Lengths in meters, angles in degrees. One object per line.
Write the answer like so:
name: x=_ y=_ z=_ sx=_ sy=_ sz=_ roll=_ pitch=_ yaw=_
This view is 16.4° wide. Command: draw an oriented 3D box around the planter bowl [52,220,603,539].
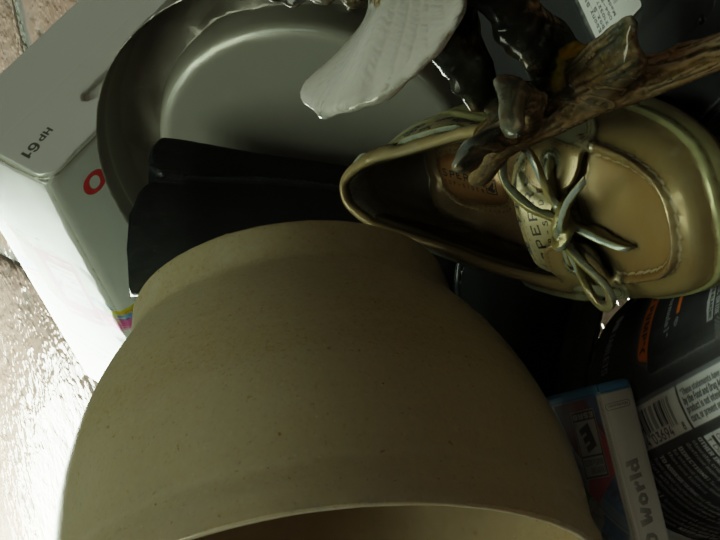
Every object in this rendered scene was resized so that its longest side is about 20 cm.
planter bowl: x=-0.018 y=0.067 z=0.915 sx=0.200 sy=0.200 sz=0.135 roll=116 pitch=151 yaw=-56

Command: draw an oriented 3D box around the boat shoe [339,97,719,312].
boat shoe: x=0.063 y=-0.022 z=0.895 sx=0.200 sy=0.063 sz=0.073 roll=8 pitch=111 yaw=63

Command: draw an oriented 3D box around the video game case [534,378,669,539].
video game case: x=0.085 y=0.148 z=0.958 sx=0.143 sy=0.018 sz=0.200 roll=-22 pitch=81 yaw=63

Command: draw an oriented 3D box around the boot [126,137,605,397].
boot: x=0.000 y=0.000 z=1.037 sx=0.165 sy=0.200 sz=0.066 roll=-75 pitch=-6 yaw=-70

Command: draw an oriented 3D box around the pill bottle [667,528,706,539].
pill bottle: x=0.150 y=0.192 z=1.008 sx=0.116 sy=0.116 sz=0.200 roll=-13 pitch=92 yaw=66

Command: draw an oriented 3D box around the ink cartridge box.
ink cartridge box: x=-0.100 y=-0.041 z=1.261 sx=0.085 sy=0.145 sz=0.200 roll=27 pitch=154 yaw=36

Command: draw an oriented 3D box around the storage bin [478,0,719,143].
storage bin: x=0.121 y=-0.111 z=0.906 sx=0.135 sy=0.094 sz=0.200 roll=67 pitch=156 yaw=13

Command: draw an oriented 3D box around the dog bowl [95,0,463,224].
dog bowl: x=-0.016 y=-0.064 z=1.132 sx=0.059 sy=0.200 sz=0.200 roll=-74 pitch=-6 yaw=-47

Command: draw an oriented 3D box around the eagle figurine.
eagle figurine: x=0.028 y=-0.133 z=0.825 sx=0.151 sy=0.152 sz=0.200 roll=121 pitch=128 yaw=-82

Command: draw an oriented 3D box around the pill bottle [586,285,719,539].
pill bottle: x=0.166 y=0.027 z=0.881 sx=0.106 sy=0.106 sz=0.200 roll=69 pitch=155 yaw=9
